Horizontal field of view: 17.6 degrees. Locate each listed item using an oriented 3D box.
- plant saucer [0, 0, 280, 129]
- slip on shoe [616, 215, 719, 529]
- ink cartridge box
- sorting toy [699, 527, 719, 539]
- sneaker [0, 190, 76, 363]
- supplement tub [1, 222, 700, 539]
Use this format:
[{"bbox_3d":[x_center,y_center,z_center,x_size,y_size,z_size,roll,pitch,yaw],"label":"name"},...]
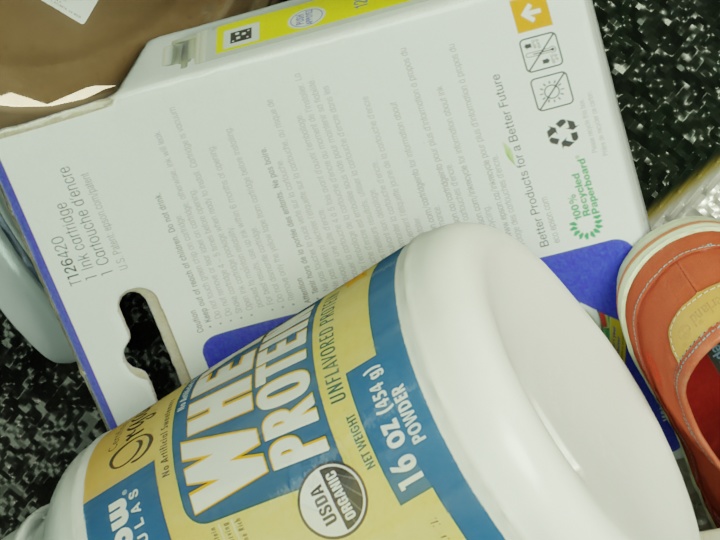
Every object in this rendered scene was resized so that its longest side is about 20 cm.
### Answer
[{"bbox_3d":[-0.116,-0.133,0.786,0.200,0.029,0.200,3,80,-15],"label":"plant saucer"},{"bbox_3d":[0.151,0.069,0.790,0.074,0.061,0.200,-32,120,4],"label":"slip on shoe"},{"bbox_3d":[0.000,0.000,0.797,0.200,0.047,0.198,-13,123,9],"label":"ink cartridge box"},{"bbox_3d":[0.121,0.165,0.786,0.180,0.107,0.200,-28,95,31],"label":"sorting toy"},{"bbox_3d":[-0.121,-0.067,0.820,0.071,0.073,0.200,-20,96,13],"label":"sneaker"},{"bbox_3d":[-0.009,0.091,0.745,0.200,0.145,0.145,-32,94,18],"label":"supplement tub"}]
